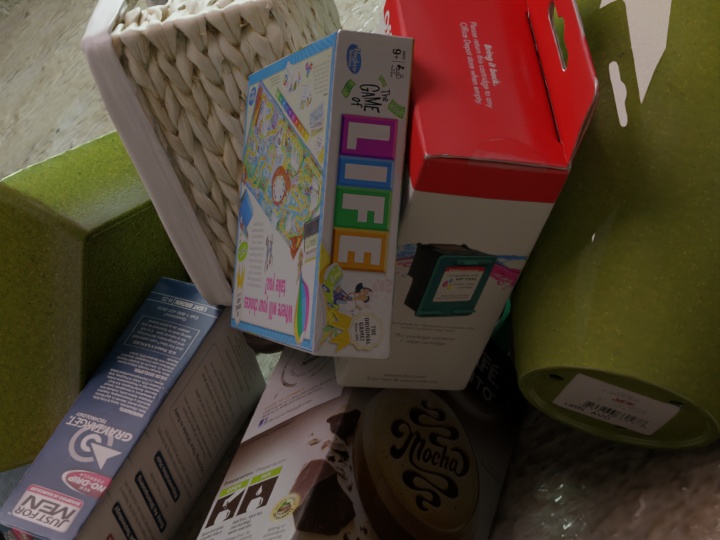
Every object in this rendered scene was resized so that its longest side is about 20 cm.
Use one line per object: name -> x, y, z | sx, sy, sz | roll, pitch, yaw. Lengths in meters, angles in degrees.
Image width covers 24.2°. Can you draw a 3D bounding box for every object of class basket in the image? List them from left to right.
basket -> -0.066, -0.100, 1.033 | 0.123, 0.200, 0.136 | -13, 32, 15

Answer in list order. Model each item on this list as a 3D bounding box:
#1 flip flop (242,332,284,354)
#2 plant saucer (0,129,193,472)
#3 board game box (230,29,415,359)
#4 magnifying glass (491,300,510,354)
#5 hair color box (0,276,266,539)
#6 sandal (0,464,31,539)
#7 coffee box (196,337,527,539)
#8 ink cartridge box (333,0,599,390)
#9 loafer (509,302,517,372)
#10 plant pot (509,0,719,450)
flip flop -> 0.000, 0.000, 1.104 | 0.081, 0.058, 0.200 | -6, 25, 38
plant saucer -> -0.159, 0.013, 1.094 | 0.048, 0.200, 0.200 | 16, 26, 24
board game box -> -0.023, -0.033, 0.782 | 0.200, 0.034, 0.135 | -173, 88, -76
magnifying glass -> 0.103, -0.004, 0.975 | 0.200, 0.022, 0.080 | -40, 26, 2
hair color box -> -0.140, 0.112, 1.059 | 0.060, 0.100, 0.200 | 13, 53, 25
sandal -> -0.213, 0.155, 1.211 | 0.200, 0.043, 0.076 | -27, 34, 14
coffee box -> 0.005, 0.102, 0.836 | 0.080, 0.113, 0.200 | -25, 29, 37
ink cartridge box -> 0.037, -0.050, 0.759 | 0.200, 0.067, 0.116 | 110, 158, -46
loafer -> 0.096, -0.016, 0.914 | 0.072, 0.073, 0.200 | -8, 41, 22
plant pot -> 0.144, -0.025, 0.782 | 0.187, 0.187, 0.200 | -11, 55, 52
